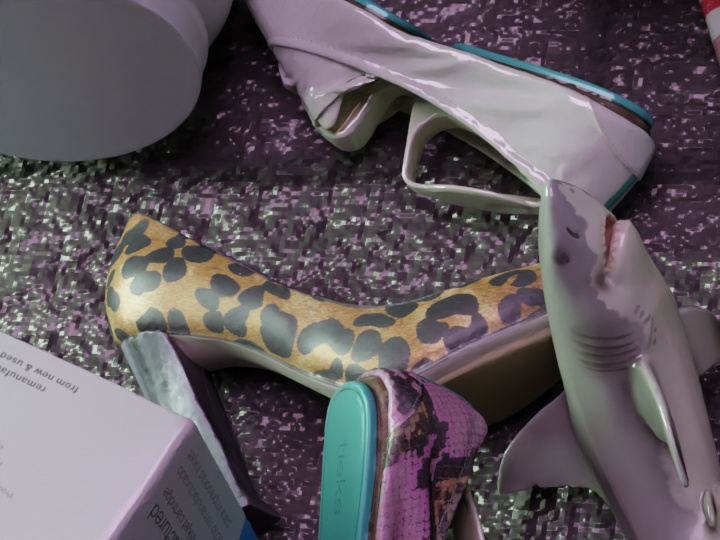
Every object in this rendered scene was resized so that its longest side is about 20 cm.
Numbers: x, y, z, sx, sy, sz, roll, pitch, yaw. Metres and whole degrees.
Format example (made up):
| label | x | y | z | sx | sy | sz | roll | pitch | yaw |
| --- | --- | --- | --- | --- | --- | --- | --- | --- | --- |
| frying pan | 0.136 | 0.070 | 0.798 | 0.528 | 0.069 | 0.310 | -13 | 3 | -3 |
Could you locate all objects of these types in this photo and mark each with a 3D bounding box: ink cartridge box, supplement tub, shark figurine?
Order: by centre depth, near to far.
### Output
| label | x | y | z | sx | sy | sz | roll | pitch | yaw |
| --- | --- | --- | --- | --- | --- | --- | --- | --- | --- |
| ink cartridge box | -0.149 | 0.139 | 1.035 | 0.146 | 0.147 | 0.200 | 23 | 67 | 26 |
| shark figurine | 0.089 | 0.085 | 1.057 | 0.089 | 0.128 | 0.215 | -15 | 76 | 22 |
| supplement tub | -0.120 | -0.160 | 1.221 | 0.145 | 0.145 | 0.200 | -6 | 57 | 12 |

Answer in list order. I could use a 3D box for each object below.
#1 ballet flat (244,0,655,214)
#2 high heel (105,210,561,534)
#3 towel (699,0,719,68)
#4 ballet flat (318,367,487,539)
| label | x | y | z | sx | sy | sz | roll | pitch | yaw |
| --- | --- | --- | --- | --- | --- | --- | --- | --- | --- |
| ballet flat | 0.020 | -0.068 | 1.179 | 0.200 | 0.069 | 0.069 | 26 | 68 | 27 |
| high heel | 0.000 | 0.000 | 1.126 | 0.200 | 0.071 | 0.143 | -27 | 61 | 8 |
| towel | 0.197 | -0.157 | 1.209 | 0.144 | 0.023 | 0.200 | -16 | 53 | 7 |
| ballet flat | 0.009 | 0.135 | 1.038 | 0.071 | 0.069 | 0.200 | 16 | 78 | -21 |
